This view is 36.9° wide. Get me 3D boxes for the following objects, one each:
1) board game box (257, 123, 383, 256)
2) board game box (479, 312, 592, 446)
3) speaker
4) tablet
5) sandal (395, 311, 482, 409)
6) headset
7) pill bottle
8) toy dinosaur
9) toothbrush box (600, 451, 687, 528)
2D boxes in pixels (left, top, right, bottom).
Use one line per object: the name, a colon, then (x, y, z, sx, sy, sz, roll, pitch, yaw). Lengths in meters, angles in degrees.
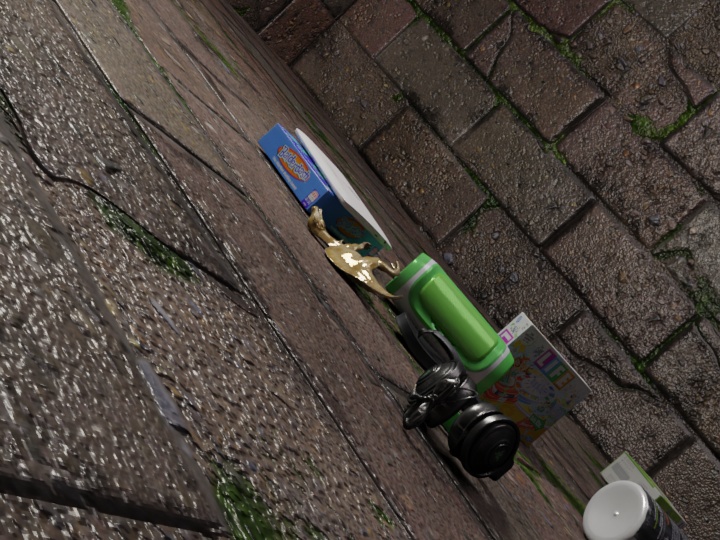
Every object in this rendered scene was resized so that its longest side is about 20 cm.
board game box: (-0.054, -0.111, 1.579, 0.153, 0.045, 0.200, 54, 7, 31)
board game box: (0.248, 0.167, 1.630, 0.200, 0.134, 0.034, 43, 8, -37)
speaker: (0.125, 0.075, 1.520, 0.201, 0.088, 0.088, 50, 7, 1)
tablet: (-0.025, -0.119, 1.561, 0.130, 0.014, 0.201, 44, 10, -45)
sandal: (0.116, 0.123, 1.385, 0.200, 0.043, 0.076, 48, 7, -15)
headset: (0.088, 0.148, 1.045, 0.124, 0.094, 0.201, 47, -10, 24)
pill bottle: (0.408, 0.394, 1.527, 0.200, 0.106, 0.106, 46, 7, -27)
toy dinosaur: (0.000, 0.000, 1.348, 0.101, 0.059, 0.200, 15, 24, -52)
toothbrush box: (0.672, 0.541, 2.563, 0.200, 0.086, 0.146, 45, 8, -44)
